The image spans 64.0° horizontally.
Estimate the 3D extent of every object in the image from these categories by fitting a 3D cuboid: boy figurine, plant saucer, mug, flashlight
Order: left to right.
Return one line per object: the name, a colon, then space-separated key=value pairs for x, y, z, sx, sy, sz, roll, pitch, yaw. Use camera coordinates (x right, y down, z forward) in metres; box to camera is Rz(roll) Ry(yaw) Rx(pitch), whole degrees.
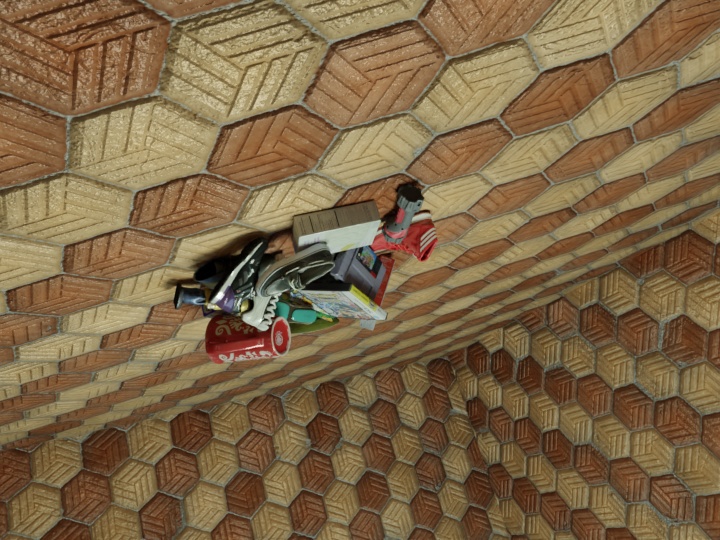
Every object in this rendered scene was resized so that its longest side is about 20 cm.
boy figurine: x=-0.381 y=0.075 z=1.500 sx=0.198 sy=0.065 sz=0.124 roll=11 pitch=-169 yaw=-29
mug: x=-0.305 y=0.195 z=1.542 sx=0.198 sy=0.178 sz=0.134 roll=-5 pitch=123 yaw=20
plant saucer: x=-0.166 y=0.159 z=1.810 sx=0.198 sy=0.031 sz=0.200 roll=-8 pitch=-173 yaw=1
flashlight: x=0.098 y=-0.138 z=1.401 sx=0.067 sy=0.068 sz=0.200 roll=-14 pitch=157 yaw=-13

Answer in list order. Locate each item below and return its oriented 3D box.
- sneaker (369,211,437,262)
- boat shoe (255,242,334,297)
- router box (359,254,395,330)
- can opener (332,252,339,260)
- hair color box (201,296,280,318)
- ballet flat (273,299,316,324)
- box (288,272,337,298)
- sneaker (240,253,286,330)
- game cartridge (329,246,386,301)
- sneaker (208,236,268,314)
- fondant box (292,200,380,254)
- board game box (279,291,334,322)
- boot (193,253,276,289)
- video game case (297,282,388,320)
sneaker: x=0.111 y=-0.066 z=1.524 sx=0.199 sy=0.116 sz=0.078 roll=-26 pitch=160 yaw=24
boat shoe: x=-0.152 y=0.010 z=1.335 sx=0.199 sy=0.071 sz=0.072 roll=-33 pitch=142 yaw=0
router box: x=0.050 y=0.073 z=1.781 sx=0.048 sy=0.181 sz=0.200 roll=18 pitch=160 yaw=3
can opener: x=-0.060 y=-0.021 z=1.516 sx=0.199 sy=0.064 sz=0.078 roll=18 pitch=179 yaw=-43
hair color box: x=-0.335 y=0.074 z=1.614 sx=0.199 sy=0.065 sz=0.109 roll=-25 pitch=161 yaw=17
ballet flat: x=-0.217 y=0.118 z=1.647 sx=0.199 sy=0.069 sz=0.067 roll=19 pitch=180 yaw=-43
box: x=-0.108 y=0.002 z=1.594 sx=0.198 sy=0.040 sz=0.137 roll=-15 pitch=145 yaw=-8
sneaker: x=-0.241 y=0.047 z=1.458 sx=0.081 sy=0.202 sz=0.075 roll=22 pitch=170 yaw=-22
game cartridge: x=0.000 y=0.000 z=1.531 sx=0.038 sy=0.130 sz=0.200 roll=13 pitch=159 yaw=36
sneaker: x=-0.266 y=0.014 z=1.364 sx=0.087 sy=0.076 sz=0.200 roll=36 pitch=100 yaw=-22
fondant box: x=-0.061 y=-0.094 z=1.384 sx=0.198 sy=0.059 sz=0.144 roll=-12 pitch=161 yaw=-12
board game box: x=-0.160 y=0.089 z=1.701 sx=0.198 sy=0.024 sz=0.105 roll=21 pitch=147 yaw=-7
boot: x=-0.310 y=0.002 z=1.410 sx=0.199 sy=0.075 sz=0.097 roll=-21 pitch=164 yaw=16
video game case: x=-0.052 y=0.085 z=1.563 sx=0.199 sy=0.026 sz=0.181 roll=-1 pitch=151 yaw=39
